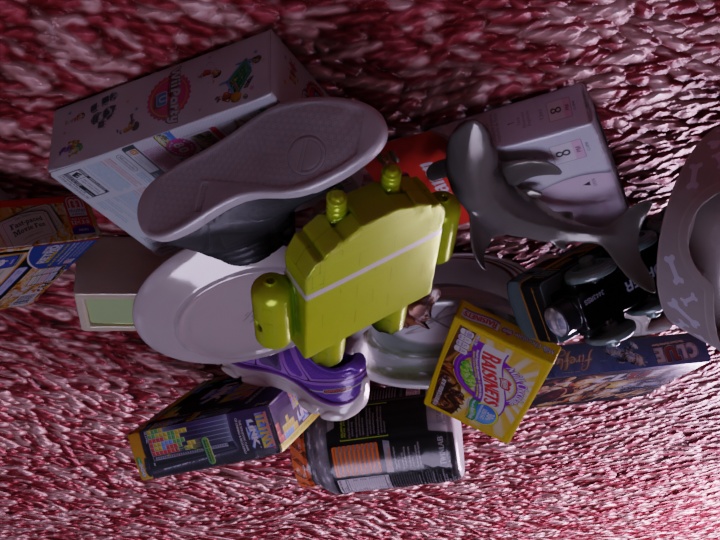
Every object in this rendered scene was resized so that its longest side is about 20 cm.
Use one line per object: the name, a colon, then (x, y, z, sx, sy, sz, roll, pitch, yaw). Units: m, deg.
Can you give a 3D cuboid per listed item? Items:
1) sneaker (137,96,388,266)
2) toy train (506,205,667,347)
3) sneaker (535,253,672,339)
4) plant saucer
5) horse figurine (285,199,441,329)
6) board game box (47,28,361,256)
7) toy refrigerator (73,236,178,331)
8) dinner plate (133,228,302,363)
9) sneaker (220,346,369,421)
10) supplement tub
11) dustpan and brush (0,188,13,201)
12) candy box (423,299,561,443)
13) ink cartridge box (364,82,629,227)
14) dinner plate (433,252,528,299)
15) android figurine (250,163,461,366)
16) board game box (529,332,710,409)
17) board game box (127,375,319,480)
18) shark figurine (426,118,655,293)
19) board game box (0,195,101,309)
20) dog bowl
sneaker: (-0.057, -0.063, 0.839, 0.200, 0.071, 0.099, -22, 158, 21)
toy train: (0.227, 0.002, 1.018, 0.200, 0.085, 0.114, -29, -165, -26)
sneaker: (0.240, 0.027, 1.128, 0.081, 0.075, 0.200, -9, 161, 40)
plant saucer: (0.081, 0.059, 1.156, 0.200, 0.050, 0.200, -2, 150, -1)
horse figurine: (0.000, 0.000, 0.959, 0.200, 0.050, 0.133, -9, 133, -42)
board game box: (-0.119, -0.094, 0.899, 0.200, 0.064, 0.148, -15, 149, 22)
toy refrigerator: (-0.166, 0.016, 1.080, 0.200, 0.070, 0.076, 0, 150, -8)
dinner plate: (-0.100, 0.033, 1.008, 0.200, 0.024, 0.200, -13, 147, -9)
sneaker: (-0.073, 0.074, 1.149, 0.200, 0.081, 0.084, 21, 123, 22)
supplement tub: (0.021, 0.204, 1.376, 0.200, 0.123, 0.123, -7, 150, 8)
dustpan and brush: (-0.384, -0.065, 0.922, 0.139, 0.057, 0.200, -10, 150, 11)
candy box: (0.125, 0.105, 1.122, 0.102, 0.026, 0.200, 23, 150, 8)
ink cartridge box: (0.117, -0.072, 0.979, 0.200, 0.057, 0.163, -18, 148, 15)
dinner plate: (0.086, 0.027, 1.173, 0.200, 0.024, 0.200, -3, 151, -2)
android figurine: (0.000, -0.003, 0.863, 0.182, 0.041, 0.200, -27, 150, -18)
board game box: (0.246, 0.109, 1.198, 0.200, 0.035, 0.135, -4, 160, -21)
board game box: (-0.132, 0.155, 1.235, 0.165, 0.057, 0.200, -15, -173, 18)
shark figurine: (0.129, -0.036, 0.919, 0.214, 0.090, 0.128, 27, 155, -25)
board game box: (-0.346, -0.005, 0.970, 0.200, 0.046, 0.151, -9, 161, -46)
dog bowl: (0.312, -0.030, 0.942, 0.059, 0.200, 0.200, 18, 167, 39)
